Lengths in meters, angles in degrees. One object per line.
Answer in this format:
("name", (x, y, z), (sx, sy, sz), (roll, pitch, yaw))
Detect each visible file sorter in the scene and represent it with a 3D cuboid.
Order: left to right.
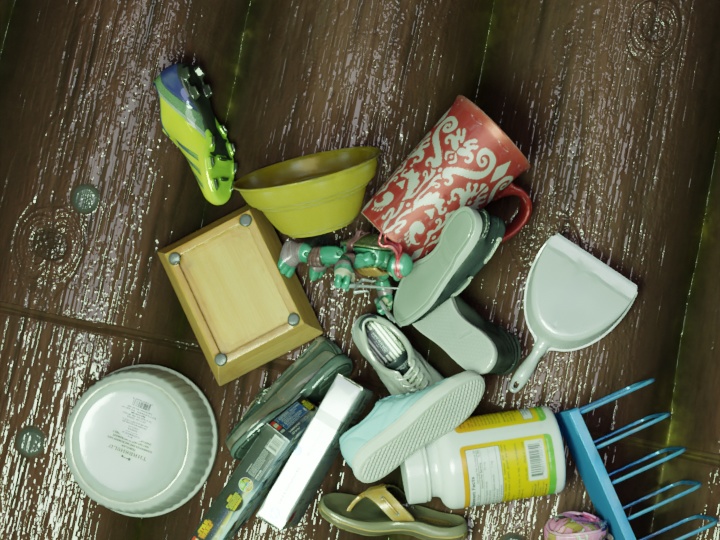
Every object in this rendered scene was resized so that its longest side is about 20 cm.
("file sorter", (0.345, 0.248, 1.696), (0.122, 0.139, 0.202), (-23, 83, -3))

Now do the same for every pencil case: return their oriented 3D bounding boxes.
("pencil case", (0.279, 0.408, 1.690), (0.085, 0.083, 0.203), (-5, 96, 7))

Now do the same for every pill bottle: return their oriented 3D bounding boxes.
("pill bottle", (0.152, 0.240, 1.710), (0.197, 0.111, 0.112), (-8, 83, -4))

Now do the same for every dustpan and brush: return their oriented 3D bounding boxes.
("dustpan and brush", (0.254, 0.073, 1.767), (0.139, 0.057, 0.201), (33, 80, 8))

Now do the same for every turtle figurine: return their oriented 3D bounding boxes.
("turtle figurine", (0.000, 0.000, 1.715), (0.198, 0.150, 0.102), (11, 74, 37))

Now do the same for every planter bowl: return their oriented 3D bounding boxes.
("planter bowl", (-0.060, -0.094, 1.745), (0.198, 0.201, 0.084), (-12, 104, 2))

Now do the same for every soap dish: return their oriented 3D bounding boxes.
("soap dish", (-0.162, 0.027, 1.778), (0.156, 0.081, 0.202), (-26, 84, 0))

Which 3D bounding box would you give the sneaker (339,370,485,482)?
("sneaker", (0.058, 0.173, 1.667), (0.199, 0.074, 0.082), (-32, 47, -13))

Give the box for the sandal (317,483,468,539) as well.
("sandal", (0.045, 0.305, 1.733), (0.197, 0.080, 0.055), (9, 106, -1))

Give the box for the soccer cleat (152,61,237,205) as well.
("soccer cleat", (-0.226, -0.181, 1.824), (0.083, 0.065, 0.202), (-20, 87, 31))

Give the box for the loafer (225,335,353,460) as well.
("loafer", (-0.102, 0.167, 1.774), (0.199, 0.072, 0.063), (-38, 63, -8))

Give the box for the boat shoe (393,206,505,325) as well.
("boat shoe", (0.111, 0.003, 1.700), (0.060, 0.200, 0.076), (10, 48, -33))

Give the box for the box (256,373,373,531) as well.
("box", (-0.054, 0.230, 1.712), (0.041, 0.156, 0.201), (29, 87, 8))

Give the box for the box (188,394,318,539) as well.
("box", (-0.133, 0.259, 1.694), (0.040, 0.137, 0.201), (36, 106, 8))

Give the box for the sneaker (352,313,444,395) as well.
("sneaker", (0.060, 0.139, 1.756), (0.200, 0.071, 0.073), (45, 88, 5))

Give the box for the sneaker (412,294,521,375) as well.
("sneaker", (0.133, 0.072, 1.767), (0.071, 0.099, 0.200), (-53, 52, 14))

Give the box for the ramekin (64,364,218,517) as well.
("ramekin", (-0.290, 0.221, 1.753), (0.198, 0.105, 0.203), (0, 84, 4))

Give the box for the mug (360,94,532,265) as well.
("mug", (0.120, -0.095, 1.752), (0.200, 0.133, 0.178), (-45, 81, 1))
